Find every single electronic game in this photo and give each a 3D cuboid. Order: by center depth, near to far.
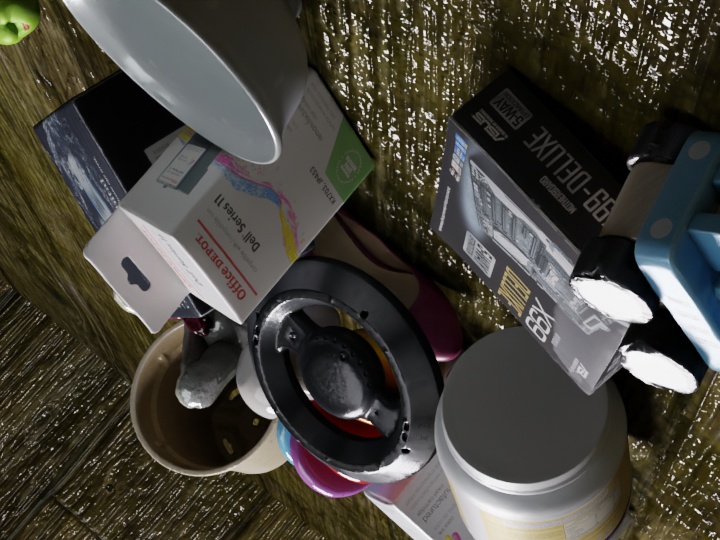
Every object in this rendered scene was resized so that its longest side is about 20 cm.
[{"bbox_3d":[-0.013,0.082,1.463,0.199,0.042,0.201,22,127,32],"label":"electronic game"}]

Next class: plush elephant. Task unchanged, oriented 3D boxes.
[{"bbox_3d":[-0.155,0.011,1.703,0.154,0.165,0.200,28,-168,6],"label":"plush elephant"}]

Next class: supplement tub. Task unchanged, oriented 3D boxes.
[{"bbox_3d":[0.134,0.137,1.398,0.145,0.146,0.200,34,165,22],"label":"supplement tub"}]

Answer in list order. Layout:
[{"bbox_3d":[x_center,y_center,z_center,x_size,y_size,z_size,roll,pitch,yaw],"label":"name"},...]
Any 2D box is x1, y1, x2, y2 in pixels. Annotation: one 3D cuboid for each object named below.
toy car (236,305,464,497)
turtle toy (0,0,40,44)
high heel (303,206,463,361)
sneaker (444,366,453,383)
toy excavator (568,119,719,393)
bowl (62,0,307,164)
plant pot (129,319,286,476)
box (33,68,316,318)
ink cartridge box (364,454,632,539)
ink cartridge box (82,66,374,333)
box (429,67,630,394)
[{"bbox_3d":[-0.010,0.123,1.602,0.174,0.151,0.200,12,161,-23],"label":"toy car"},{"bbox_3d":[-0.333,-0.262,1.478,0.200,0.101,0.146,36,166,15],"label":"turtle toy"},{"bbox_3d":[0.000,0.000,1.477,0.200,0.068,0.096,38,177,24],"label":"high heel"},{"bbox_3d":[0.140,0.156,1.573,0.200,0.075,0.087,45,157,-13],"label":"sneaker"},{"bbox_3d":[0.201,-0.017,0.876,0.199,0.100,0.195,9,151,42],"label":"toy excavator"},{"bbox_3d":[-0.102,-0.169,1.178,0.201,0.090,0.201,37,167,10],"label":"bowl"},{"bbox_3d":[-0.159,0.174,2.263,0.200,0.201,0.183,34,176,24],"label":"plant pot"},{"bbox_3d":[-0.156,-0.071,1.481,0.197,0.117,0.200,60,163,-8],"label":"box"},{"bbox_3d":[0.127,0.214,1.661,0.200,0.148,0.086,42,168,-14],"label":"ink cartridge box"},{"bbox_3d":[-0.092,-0.046,1.305,0.067,0.200,0.117,28,162,40],"label":"ink cartridge box"},{"bbox_3d":[0.116,-0.017,1.107,0.158,0.050,0.200,48,168,11],"label":"box"}]
